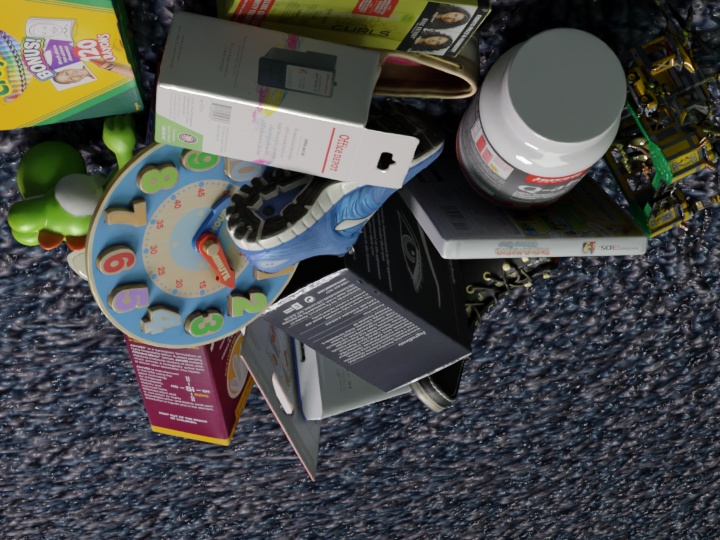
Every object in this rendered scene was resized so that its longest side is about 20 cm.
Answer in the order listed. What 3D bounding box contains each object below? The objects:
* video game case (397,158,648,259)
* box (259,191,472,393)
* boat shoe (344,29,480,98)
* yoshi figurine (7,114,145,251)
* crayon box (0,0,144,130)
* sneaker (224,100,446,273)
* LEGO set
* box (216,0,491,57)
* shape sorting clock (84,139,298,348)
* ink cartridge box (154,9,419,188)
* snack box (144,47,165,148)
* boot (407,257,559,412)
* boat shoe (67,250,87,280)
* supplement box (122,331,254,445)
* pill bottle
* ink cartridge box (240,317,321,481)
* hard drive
[{"bbox_3d":[0.135,-0.057,1.629,0.182,0.200,0.023,-1,113,-13],"label":"video game case"},{"bbox_3d":[0.000,0.000,1.680,0.104,0.148,0.200,-27,140,27],"label":"box"},{"bbox_3d":[0.003,-0.168,1.479,0.200,0.069,0.074,-3,153,-10],"label":"boat shoe"},{"bbox_3d":[-0.211,-0.086,1.584,0.200,0.112,0.112,-17,113,-11],"label":"yoshi figurine"},{"bbox_3d":[-0.238,-0.186,1.387,0.119,0.058,0.200,-8,154,0],"label":"crayon box"},{"bbox_3d":[-0.018,-0.066,1.513,0.200,0.079,0.089,-31,149,-11],"label":"sneaker"},{"bbox_3d":[0.272,-0.126,1.541,0.116,0.154,0.200,-25,155,-7],"label":"LEGO set"},{"bbox_3d":[-0.006,-0.212,1.409,0.200,0.050,0.075,5,152,-23],"label":"box"},{"bbox_3d":[-0.131,-0.025,1.513,0.200,0.039,0.200,-17,123,-29],"label":"shape sorting clock"},{"bbox_3d":[-0.054,-0.129,1.414,0.200,0.067,0.117,12,161,-4],"label":"ink cartridge box"},{"bbox_3d":[-0.144,-0.085,1.523,0.072,0.024,0.200,2,113,-22],"label":"snack box"},{"bbox_3d":[0.113,0.028,1.771,0.154,0.204,0.073,-29,126,28],"label":"boot"},{"bbox_3d":[-0.173,-0.037,1.657,0.200,0.068,0.072,-7,133,30],"label":"boat shoe"},{"bbox_3d":[-0.161,0.062,1.770,0.086,0.110,0.200,9,141,15],"label":"supplement box"},{"bbox_3d":[0.148,-0.123,1.503,0.116,0.116,0.200,-5,170,-6],"label":"pill bottle"},{"bbox_3d":[-0.081,0.072,1.727,0.045,0.176,0.200,-6,137,19],"label":"ink cartridge box"},{"bbox_3d":[-0.008,0.066,1.794,0.025,0.132,0.200,-6,-179,27],"label":"hard drive"}]
